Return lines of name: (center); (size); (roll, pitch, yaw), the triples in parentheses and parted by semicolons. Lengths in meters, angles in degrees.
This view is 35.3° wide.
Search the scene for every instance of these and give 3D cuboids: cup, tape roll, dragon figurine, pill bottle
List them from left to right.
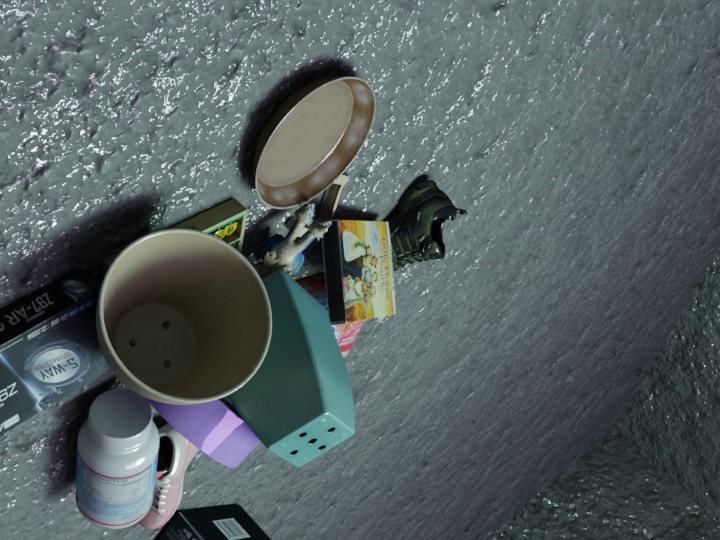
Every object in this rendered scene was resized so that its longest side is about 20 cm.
pill bottle: (-0.329, 0.254, 1.532); (0.109, 0.109, 0.201); (-28, 148, -36)
cup: (-0.220, 0.069, 1.312); (0.200, 0.201, 0.143); (-31, 177, -31)
tape roll: (-0.212, 0.166, 1.481); (0.066, 0.200, 0.200); (-47, 155, -1)
dragon figurine: (-0.114, -0.009, 1.527); (0.200, 0.059, 0.100); (-46, -173, 36)

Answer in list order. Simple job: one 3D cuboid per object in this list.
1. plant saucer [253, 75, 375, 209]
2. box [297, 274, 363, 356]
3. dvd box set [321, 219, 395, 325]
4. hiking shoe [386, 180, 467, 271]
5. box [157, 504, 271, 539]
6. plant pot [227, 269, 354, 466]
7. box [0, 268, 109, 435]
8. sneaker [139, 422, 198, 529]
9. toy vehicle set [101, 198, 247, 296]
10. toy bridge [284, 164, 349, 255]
plant saucer: (-0.064, -0.168, 1.429); (0.200, 0.034, 0.201); (-37, 154, -21)
box: (-0.093, 0.083, 1.674); (0.200, 0.095, 0.100); (-14, 138, -50)
dvd box set: (0.000, 0.000, 1.643); (0.200, 0.029, 0.147); (-2, 88, -68)
hiking shoe: (0.078, -0.039, 1.762); (0.200, 0.101, 0.076); (-56, 153, 17)
box: (-0.283, 0.528, 1.987); (0.197, 0.124, 0.200); (-54, 155, 10)
plant pot: (-0.094, 0.136, 1.449); (0.141, 0.200, 0.141); (-32, 147, 8)
box: (-0.388, 0.105, 1.299); (0.200, 0.044, 0.161); (-32, 150, -31)
sneaker: (-0.302, 0.305, 1.671); (0.201, 0.075, 0.105); (-64, 167, 15)
toy vehicle set: (-0.232, -0.002, 1.410); (0.200, 0.027, 0.125); (-29, 150, -34)
toy bridge: (-0.076, -0.058, 1.577); (0.200, 0.027, 0.067); (-56, 155, 16)
